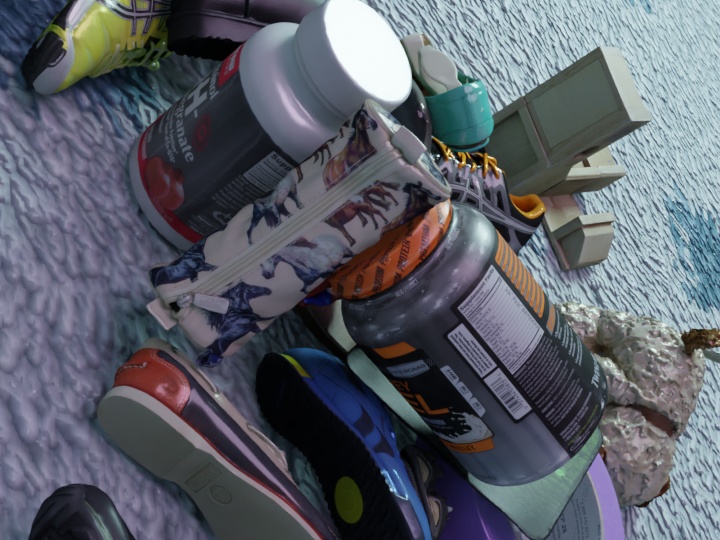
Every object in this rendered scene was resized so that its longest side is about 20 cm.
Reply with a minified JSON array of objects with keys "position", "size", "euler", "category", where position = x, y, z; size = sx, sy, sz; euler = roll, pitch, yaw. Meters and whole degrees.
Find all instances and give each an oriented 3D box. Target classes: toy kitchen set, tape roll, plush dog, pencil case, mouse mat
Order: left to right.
[{"position":[-0.039,-0.024,0.718],"size":[0.078,0.199,0.089],"euler":[52,14,-7],"category":"pencil case"},{"position":[0.094,0.101,0.901],"size":[0.200,0.008,0.161],"euler":[42,38,6],"category":"mouse mat"},{"position":[0.131,0.194,0.940],"size":[0.199,0.065,0.201],"euler":[28,48,-35],"category":"tape roll"},{"position":[0.258,-0.110,1.195],"size":[0.199,0.180,0.164],"euler":[-8,74,-47],"category":"toy kitchen set"},{"position":[0.256,0.136,1.079],"size":[0.199,0.160,0.173],"euler":[31,69,-33],"category":"plush dog"}]

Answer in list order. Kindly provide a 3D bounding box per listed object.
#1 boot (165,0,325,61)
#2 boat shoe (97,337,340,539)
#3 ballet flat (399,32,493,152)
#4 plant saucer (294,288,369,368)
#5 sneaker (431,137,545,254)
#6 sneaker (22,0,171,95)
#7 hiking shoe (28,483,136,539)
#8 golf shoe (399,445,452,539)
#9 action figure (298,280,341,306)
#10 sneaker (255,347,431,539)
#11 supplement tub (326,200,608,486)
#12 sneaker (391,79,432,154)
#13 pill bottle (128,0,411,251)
[{"position":[-0.059,-0.233,0.854],"size":[0.197,0.073,0.164],"euler":[4,83,-30],"category":"boot"},{"position":[-0.079,0.127,0.739],"size":[0.200,0.071,0.063],"euler":[44,36,-13],"category":"boat shoe"},{"position":[0.060,-0.171,1.022],"size":[0.200,0.067,0.071],"euler":[-129,-155,-56],"category":"ballet flat"},{"position":[0.000,0.000,0.943],"size":[0.200,0.034,0.201],"euler":[29,46,-36],"category":"plant saucer"},{"position":[0.090,-0.080,1.050],"size":[0.200,0.077,0.078],"euler":[37,18,-35],"category":"sneaker"},{"position":[-0.168,-0.177,0.831],"size":[0.076,0.075,0.200],"euler":[46,40,-15],"category":"sneaker"},{"position":[-0.114,0.201,0.654],"size":[0.201,0.075,0.101],"euler":[65,27,-8],"category":"hiking shoe"},{"position":[0.029,0.222,0.803],"size":[0.094,0.078,0.201],"euler":[2,57,-40],"category":"golf shoe"},{"position":[0.005,0.008,0.857],"size":[0.199,0.065,0.052],"euler":[16,43,-33],"category":"action figure"},{"position":[0.005,0.120,0.777],"size":[0.078,0.066,0.200],"euler":[2,33,-37],"category":"sneaker"},{"position":[0.070,0.042,0.790],"size":[0.200,0.122,0.123],"euler":[49,38,-22],"category":"supplement tub"},{"position":[-0.001,-0.101,0.918],"size":[0.114,0.076,0.201],"euler":[30,51,-42],"category":"sneaker"},{"position":[-0.061,-0.099,0.797],"size":[0.110,0.199,0.111],"euler":[29,45,-34],"category":"pill bottle"}]
